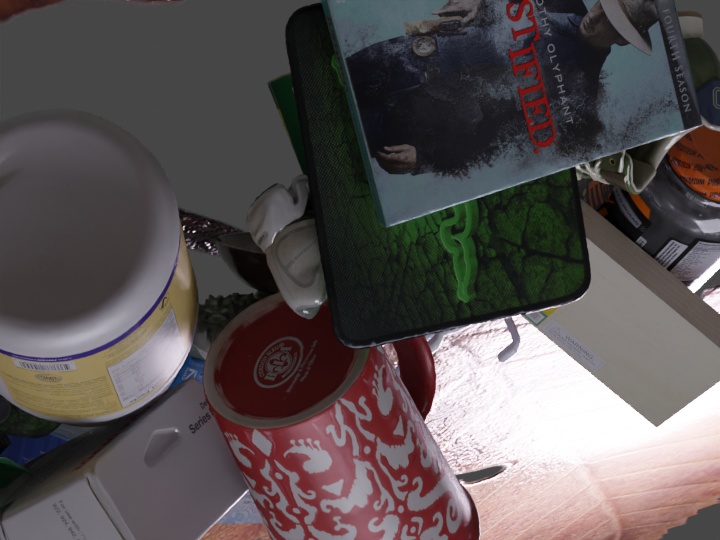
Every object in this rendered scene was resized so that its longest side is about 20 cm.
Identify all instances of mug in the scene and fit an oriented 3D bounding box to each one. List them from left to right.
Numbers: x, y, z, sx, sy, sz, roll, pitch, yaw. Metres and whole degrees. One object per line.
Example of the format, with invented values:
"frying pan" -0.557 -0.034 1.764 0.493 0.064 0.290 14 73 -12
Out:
"mug" -0.019 0.100 1.549 0.133 0.178 0.200 -17 136 8

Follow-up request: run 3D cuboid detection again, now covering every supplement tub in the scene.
"supplement tub" -0.170 0.006 1.458 0.145 0.146 0.200 -19 162 -5
"supplement tub" 0.224 -0.054 1.769 0.122 0.123 0.200 -13 159 -25

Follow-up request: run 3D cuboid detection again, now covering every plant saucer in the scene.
"plant saucer" 0.000 0.000 1.646 0.199 0.032 0.200 6 -175 -1

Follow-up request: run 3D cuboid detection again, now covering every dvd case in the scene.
"dvd case" 0.087 -0.123 1.403 0.199 0.147 0.022 -17 -166 -13

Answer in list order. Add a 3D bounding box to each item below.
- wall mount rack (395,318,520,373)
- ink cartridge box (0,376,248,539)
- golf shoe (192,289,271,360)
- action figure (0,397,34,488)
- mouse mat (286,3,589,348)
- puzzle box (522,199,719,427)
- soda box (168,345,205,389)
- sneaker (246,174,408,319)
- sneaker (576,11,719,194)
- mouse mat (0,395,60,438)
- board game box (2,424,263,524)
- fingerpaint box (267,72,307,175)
"wall mount rack" 0.026 0.075 1.992 0.173 0.075 0.199 -32 158 30
"ink cartridge box" -0.184 0.163 1.568 0.199 0.084 0.145 -28 -171 33
"golf shoe" -0.058 0.061 1.622 0.078 0.098 0.200 8 -175 17
"action figure" -0.265 0.109 1.583 0.055 0.118 0.200 -53 -178 -22
"mouse mat" 0.047 -0.065 1.425 0.160 0.201 0.008 -12 -169 -13
"puzzle box" 0.172 0.021 1.777 0.025 0.200 0.133 -52 -177 -31
"soda box" -0.106 0.092 1.711 0.200 0.068 0.064 24 90 -60
"sneaker" 0.034 -0.022 1.482 0.199 0.081 0.075 -13 157 -17
"sneaker" 0.157 -0.087 1.650 0.200 0.090 0.067 -30 161 27
"mouse mat" -0.237 0.046 1.615 0.199 0.008 0.161 11 127 -46
"board game box" -0.167 0.138 1.816 0.199 0.044 0.199 18 -173 35
"fingerpaint box" 0.062 -0.099 1.538 0.199 0.074 0.167 -22 162 5
